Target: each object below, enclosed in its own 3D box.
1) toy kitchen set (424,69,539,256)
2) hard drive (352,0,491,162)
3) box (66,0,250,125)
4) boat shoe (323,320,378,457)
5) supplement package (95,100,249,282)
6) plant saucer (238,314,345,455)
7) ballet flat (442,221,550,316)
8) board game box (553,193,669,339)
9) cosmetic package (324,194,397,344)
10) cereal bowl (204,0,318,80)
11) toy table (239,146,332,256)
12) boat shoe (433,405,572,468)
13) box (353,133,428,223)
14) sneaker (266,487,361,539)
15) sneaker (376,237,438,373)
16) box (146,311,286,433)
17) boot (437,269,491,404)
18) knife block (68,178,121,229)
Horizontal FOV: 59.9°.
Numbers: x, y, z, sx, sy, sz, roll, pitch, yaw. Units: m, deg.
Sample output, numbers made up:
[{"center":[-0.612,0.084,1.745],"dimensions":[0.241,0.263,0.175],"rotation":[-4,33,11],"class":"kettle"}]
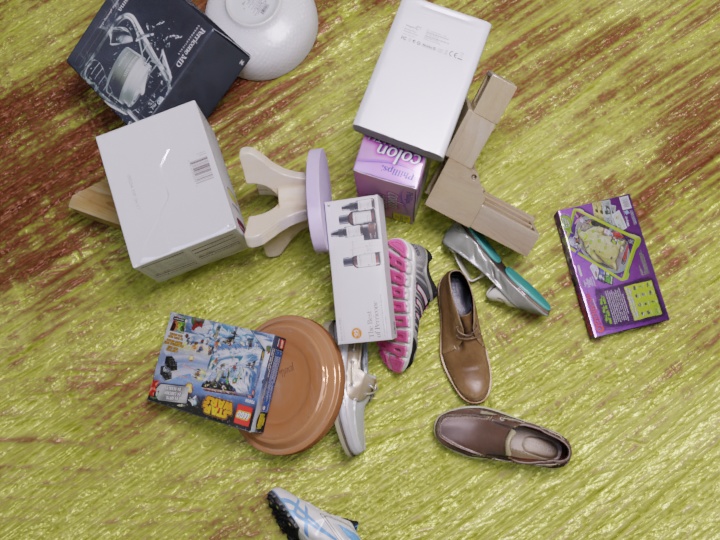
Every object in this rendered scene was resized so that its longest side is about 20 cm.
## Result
[{"center":[0.216,-0.172,0.953],"dimensions":[0.178,0.164,0.202],"rotation":[26,112,-4],"class":"toy kitchen set"},{"center":[0.085,-0.263,0.852],"dimensions":[0.130,0.027,0.203],"rotation":[20,80,6],"class":"hard drive"},{"center":[-0.317,-0.334,0.987],"dimensions":[0.196,0.124,0.201],"rotation":[43,101,14],"class":"box"},{"center":[-0.009,0.169,0.927],"dimensions":[0.067,0.075,0.204],"rotation":[-11,77,7],"class":"boat shoe"},{"center":[-0.268,-0.112,0.915],"dimensions":[0.153,0.111,0.204],"rotation":[-20,79,-3],"class":"supplement package"},{"center":[-0.115,0.165,0.918],"dimensions":[0.196,0.032,0.205],"rotation":[-8,72,25],"class":"plant saucer"},{"center":[0.204,0.007,0.962],"dimensions":[0.200,0.067,0.064],"rotation":[48,112,11],"class":"ballet flat"},{"center":[0.384,-0.007,0.963],"dimensions":[0.117,0.032,0.204],"rotation":[-11,78,-3],"class":"board game box"},{"center":[0.000,0.000,0.895],"dimensions":[0.081,0.051,0.205],"rotation":[-7,87,14],"class":"cosmetic package"},{"center":[-0.172,-0.432,1.051],"dimensions":[0.195,0.083,0.205],"rotation":[-1,78,3],"class":"cereal bowl"},{"center":[-0.106,-0.103,0.942],"dimensions":[0.114,0.201,0.187],"rotation":[-6,117,5],"class":"toy table"},{"center":[0.206,0.239,0.901],"dimensions":[0.198,0.075,0.076],"rotation":[7,79,5],"class":"boat shoe"},{"center":[0.066,-0.199,0.944],"dimensions":[0.095,0.176,0.204],"rotation":[16,81,6],"class":"box"},{"center":[-0.050,0.375,0.901],"dimensions":[0.198,0.073,0.072],"rotation":[32,48,15],"class":"sneaker"},{"center":[0.075,0.052,0.944],"dimensions":[0.073,0.086,0.205],"rotation":[8,100,47],"class":"sneaker"},{"center":[-0.215,0.148,0.929],"dimensions":[0.196,0.040,0.140],"rotation":[9,79,26],"class":"box"},{"center":[0.153,0.098,0.933],"dimensions":[0.072,0.076,0.204],"rotation":[-11,79,-1],"class":"boot"},{"center":[-0.339,-0.076,1.000],"dimensions":[0.197,0.064,0.178],"rotation":[-26,78,-3],"class":"knife block"}]
